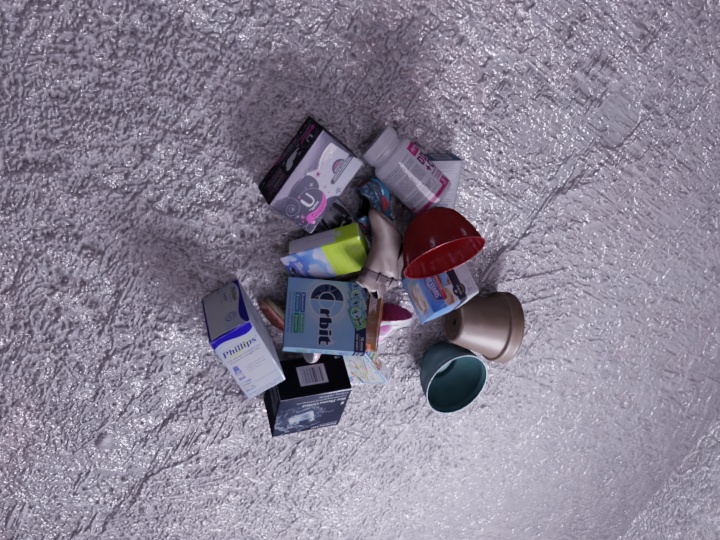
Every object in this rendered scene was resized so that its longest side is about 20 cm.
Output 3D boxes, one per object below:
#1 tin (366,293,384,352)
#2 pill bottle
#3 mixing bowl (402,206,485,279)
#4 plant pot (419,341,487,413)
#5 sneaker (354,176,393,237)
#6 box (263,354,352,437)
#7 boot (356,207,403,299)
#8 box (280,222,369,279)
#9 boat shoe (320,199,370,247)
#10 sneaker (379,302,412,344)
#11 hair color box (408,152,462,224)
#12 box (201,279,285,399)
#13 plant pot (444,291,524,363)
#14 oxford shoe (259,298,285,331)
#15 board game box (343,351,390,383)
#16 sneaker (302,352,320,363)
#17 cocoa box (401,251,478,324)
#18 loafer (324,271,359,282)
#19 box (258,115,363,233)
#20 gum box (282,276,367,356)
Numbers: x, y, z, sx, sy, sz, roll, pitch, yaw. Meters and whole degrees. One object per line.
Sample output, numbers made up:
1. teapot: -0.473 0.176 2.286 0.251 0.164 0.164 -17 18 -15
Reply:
1. tin: 0.036 0.108 1.549 0.041 0.203 0.113 8 150 2
2. pill bottle: 0.104 -0.229 1.401 0.199 0.114 0.114 42 98 -11
3. mixing bowl: 0.174 -0.074 1.386 0.196 0.110 0.201 -18 162 -6
4. plant pot: 0.253 0.294 1.781 0.196 0.134 0.204 -11 122 -18
5. sneaker: 0.024 -0.120 1.467 0.094 0.079 0.204 -19 108 -31
6. box: -0.142 0.326 1.600 0.193 0.119 0.202 -6 142 -20
7. boot: 0.038 -0.029 1.411 0.147 0.070 0.200 -53 132 -12
8. box: -0.080 -0.036 1.454 0.196 0.048 0.123 -14 140 13
9. boat shoe: -0.041 -0.101 1.469 0.073 0.068 0.200 -38 125 1
10. sneaker: 0.047 0.154 1.653 0.196 0.082 0.090 -12 126 -9
11. hair color box: 0.186 -0.187 1.527 0.097 0.061 0.204 -5 118 -21
12. box: -0.279 0.162 1.443 0.104 0.184 0.202 -27 125 -5
13. plant pot: 0.335 0.151 1.710 0.171 0.201 0.204 7 115 -17
14. oxford shoe: -0.177 0.124 1.551 0.200 0.070 0.074 47 67 -33
15. board game box: -0.022 0.234 1.638 0.132 0.035 0.201 -7 134 33
16. sneaker: -0.094 0.128 1.529 0.103 0.075 0.205 5 76 -36
17. cocoa box: 0.198 0.042 1.559 0.129 0.200 0.135 -24 80 -8
18. loafer: 0.000 0.000 1.541 0.197 0.073 0.072 -22 125 -10
19. box: -0.111 -0.210 1.349 0.131 0.115 0.201 32 102 -33
20. gum box: -0.084 0.111 1.458 0.195 0.174 0.045 4 160 -9
